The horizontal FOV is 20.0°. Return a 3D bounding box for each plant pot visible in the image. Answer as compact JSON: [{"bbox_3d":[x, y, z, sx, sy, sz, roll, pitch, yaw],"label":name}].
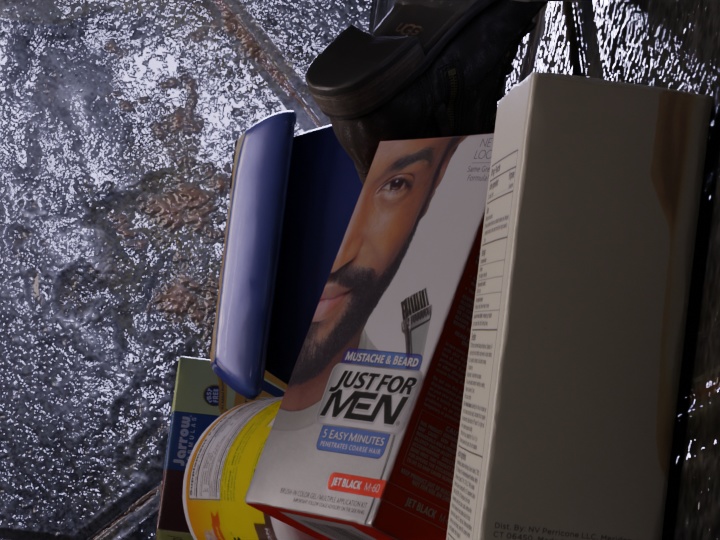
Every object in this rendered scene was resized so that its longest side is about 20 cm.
[{"bbox_3d":[0.000,0.000,1.294,0.200,0.179,0.201,141,135,-84],"label":"plant pot"}]

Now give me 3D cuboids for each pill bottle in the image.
[{"bbox_3d":[-0.032,0.124,1.142,0.200,0.109,0.110,167,112,-66],"label":"pill bottle"}]

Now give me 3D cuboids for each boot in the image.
[{"bbox_3d":[0.062,-0.076,1.124,0.069,0.200,0.175,29,148,51],"label":"boot"}]

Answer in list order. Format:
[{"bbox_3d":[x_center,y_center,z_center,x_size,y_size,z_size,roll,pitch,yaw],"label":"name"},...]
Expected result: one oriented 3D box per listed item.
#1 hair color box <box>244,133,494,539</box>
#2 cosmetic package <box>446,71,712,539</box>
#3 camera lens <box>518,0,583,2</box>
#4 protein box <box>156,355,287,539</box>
[{"bbox_3d":[0.028,0.036,1.001,0.111,0.064,0.201,0,64,54],"label":"hair color box"},{"bbox_3d":[0.081,0.031,0.789,0.105,0.071,0.201,177,100,-87],"label":"cosmetic package"},{"bbox_3d":[0.038,-0.210,0.939,0.160,0.199,0.161,-173,90,-86],"label":"camera lens"},{"bbox_3d":[-0.048,0.174,1.525,0.199,0.199,0.136,104,172,-63],"label":"protein box"}]
